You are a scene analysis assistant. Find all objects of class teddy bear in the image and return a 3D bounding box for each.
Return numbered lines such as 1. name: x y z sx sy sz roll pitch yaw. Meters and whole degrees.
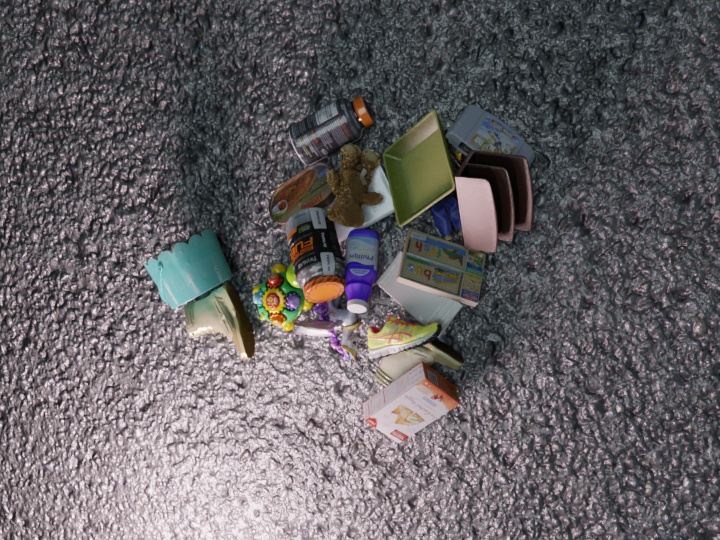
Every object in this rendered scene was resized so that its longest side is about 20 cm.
1. teddy bear: -0.018 -0.201 1.585 0.142 0.067 0.205 -3 90 -23

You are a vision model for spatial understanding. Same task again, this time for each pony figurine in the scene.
1. pony figurine: -0.064 0.114 1.628 0.189 0.167 0.205 12 81 2

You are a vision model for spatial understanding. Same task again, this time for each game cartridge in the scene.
1. game cartridge: 0.298 -0.285 1.503 0.199 0.042 0.134 37 61 0

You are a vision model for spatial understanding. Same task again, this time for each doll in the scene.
1. doll: 0.188 -0.173 1.579 0.134 0.048 0.204 -20 89 18

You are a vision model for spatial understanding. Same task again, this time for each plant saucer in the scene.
1. plant saucer: 0.144 -0.229 1.531 0.199 0.047 0.204 -33 61 46

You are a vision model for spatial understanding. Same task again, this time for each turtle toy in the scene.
1. turtle toy: -0.190 0.054 1.669 0.146 0.101 0.200 45 104 7

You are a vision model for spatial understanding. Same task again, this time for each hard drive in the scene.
1. hard drive: -0.012 -0.167 1.643 0.197 0.025 0.134 -27 87 15

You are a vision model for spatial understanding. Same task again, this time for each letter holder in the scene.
1. letter holder: 0.298 -0.145 1.458 0.140 0.101 0.203 12 137 29

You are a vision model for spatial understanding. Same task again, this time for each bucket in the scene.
1. bucket: -0.431 -0.004 1.680 0.204 0.207 0.137 -25 97 15

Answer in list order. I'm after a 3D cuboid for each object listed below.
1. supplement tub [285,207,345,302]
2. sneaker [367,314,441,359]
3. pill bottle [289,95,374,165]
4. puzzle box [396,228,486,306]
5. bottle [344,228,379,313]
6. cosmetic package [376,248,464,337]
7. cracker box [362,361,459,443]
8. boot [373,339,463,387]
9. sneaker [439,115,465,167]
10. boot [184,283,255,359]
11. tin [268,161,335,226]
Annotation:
1. supplement tub: -0.104 -0.035 1.567 0.121 0.122 0.203 -24 61 15
2. sneaker: 0.094 0.144 1.554 0.197 0.078 0.092 -19 79 25
3. pill bottle: -0.066 -0.343 1.601 0.197 0.106 0.108 -24 88 15
4. puzzle box: 0.189 -0.007 1.541 0.196 0.025 0.135 17 65 -5
5. bottle: 0.000 0.000 1.586 0.081 0.066 0.204 3 62 5
6. cosmetic package: 0.145 0.049 1.590 0.199 0.090 0.108 39 105 5
7. cracker box: 0.119 0.318 1.584 0.199 0.058 0.133 -39 123 24
8. boot: 0.140 0.238 1.614 0.197 0.072 0.158 23 99 17
9. sneaker: 0.229 -0.291 1.541 0.199 0.082 0.078 41 104 9
10. boot: -0.371 0.156 1.739 0.153 0.073 0.204 -23 87 15
11. tin: -0.139 -0.186 1.648 0.198 0.042 0.114 -30 57 15
